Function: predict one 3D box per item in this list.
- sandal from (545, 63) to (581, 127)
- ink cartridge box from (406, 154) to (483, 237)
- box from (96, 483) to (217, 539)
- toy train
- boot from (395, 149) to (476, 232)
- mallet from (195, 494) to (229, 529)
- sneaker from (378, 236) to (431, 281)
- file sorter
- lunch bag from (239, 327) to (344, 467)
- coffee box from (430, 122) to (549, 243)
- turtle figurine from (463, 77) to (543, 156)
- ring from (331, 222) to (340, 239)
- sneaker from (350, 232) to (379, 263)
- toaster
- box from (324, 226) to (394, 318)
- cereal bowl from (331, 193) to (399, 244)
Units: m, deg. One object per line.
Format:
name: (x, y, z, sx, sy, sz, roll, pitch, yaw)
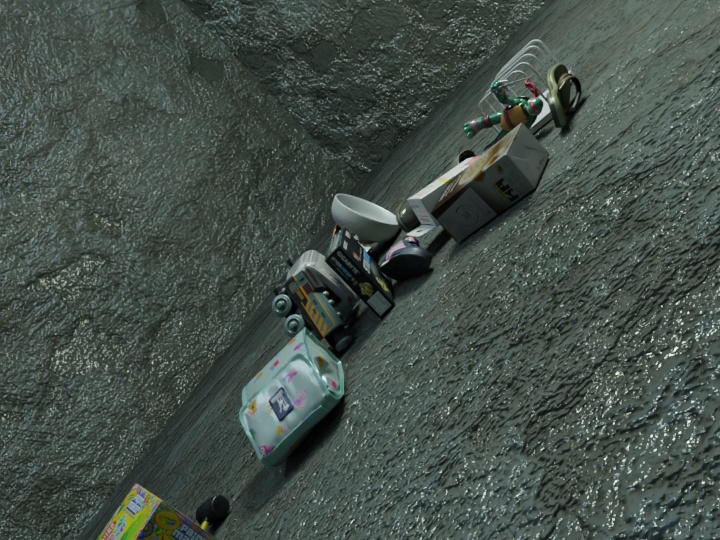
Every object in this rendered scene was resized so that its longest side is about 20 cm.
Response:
sandal: (0.387, -0.329, 1.307, 0.056, 0.081, 0.203, -20, 28, 29)
ink cartridge box: (0.169, -0.150, 1.414, 0.198, 0.068, 0.116, -35, 9, -6)
box: (-0.342, 0.460, 1.078, 0.195, 0.122, 0.199, -57, 19, -24)
toy train: (-0.099, 0.094, 1.420, 0.113, 0.202, 0.085, -39, -20, 9)
boot: (0.186, -0.193, 1.691, 0.198, 0.073, 0.183, -28, 22, 45)
mallet: (-0.288, 0.473, 1.170, 0.066, 0.041, 0.202, -36, 19, 45)
sneaker: (0.095, -0.036, 1.377, 0.083, 0.069, 0.199, -61, 14, -15)
file sorter: (0.354, -0.384, 1.495, 0.138, 0.125, 0.201, -37, 13, 42)
lunch bag: (-0.112, 0.215, 1.167, 0.170, 0.122, 0.201, -43, 18, 7)
coffee box: (0.228, -0.152, 1.240, 0.199, 0.080, 0.115, -38, 12, 45)
turtle figurine: (0.299, -0.297, 1.386, 0.099, 0.153, 0.199, -21, -4, -33)
ring: (-0.051, -0.054, 1.969, 0.200, 0.019, 0.207, 7, -90, -76)
sneaker: (0.008, -0.032, 1.714, 0.087, 0.076, 0.202, -33, 39, 16)
toaster: (-0.092, 0.040, 1.543, 0.114, 0.199, 0.129, -46, 8, 8)
box: (0.000, 0.000, 1.415, 0.046, 0.159, 0.200, -42, 9, 10)
cereal bowl: (0.008, -0.129, 1.877, 0.201, 0.195, 0.085, -77, 9, -73)
